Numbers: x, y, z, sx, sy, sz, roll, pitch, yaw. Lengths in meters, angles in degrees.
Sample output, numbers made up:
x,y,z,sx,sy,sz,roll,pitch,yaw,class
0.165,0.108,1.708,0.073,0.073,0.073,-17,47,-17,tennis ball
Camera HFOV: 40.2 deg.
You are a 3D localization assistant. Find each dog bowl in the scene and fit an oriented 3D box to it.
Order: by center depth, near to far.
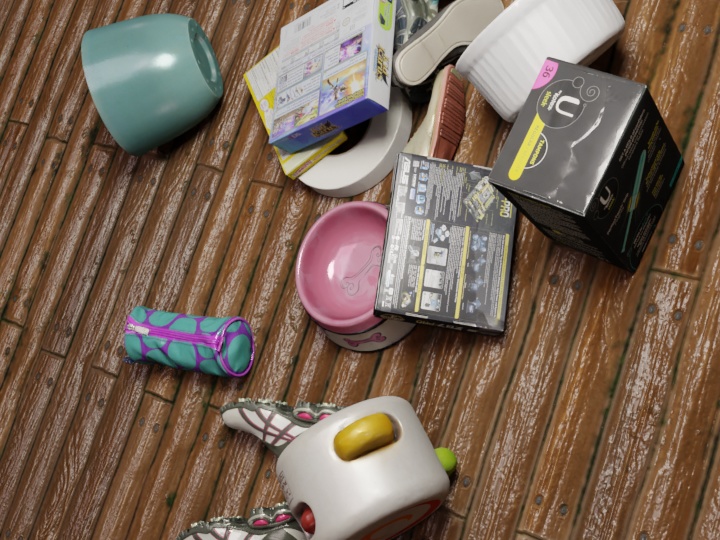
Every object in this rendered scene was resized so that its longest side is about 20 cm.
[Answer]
x,y,z,sx,sy,sz,roll,pitch,yaw,class
0.000,0.000,1.288,0.197,0.074,0.204,-11,68,28,dog bowl

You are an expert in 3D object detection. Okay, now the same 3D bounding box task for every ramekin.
x,y,z,sx,sy,sz,roll,pitch,yaw,class
0.219,-0.268,1.173,0.199,0.200,0.098,-38,88,14,ramekin

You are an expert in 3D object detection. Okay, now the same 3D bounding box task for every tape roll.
x,y,z,sx,sy,sz,roll,pitch,yaw,class
-0.020,-0.205,1.391,0.200,0.037,0.207,-11,69,29,tape roll

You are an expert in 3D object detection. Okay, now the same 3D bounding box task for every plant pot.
x,y,z,sx,sy,sz,roll,pitch,yaw,class
-0.305,-0.298,1.508,0.158,0.201,0.204,-18,64,10,plant pot

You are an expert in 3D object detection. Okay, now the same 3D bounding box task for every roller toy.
x,y,z,sx,sy,sz,roll,pitch,yaw,class
-0.001,0.235,1.133,0.181,0.199,0.141,-37,66,19,roller toy

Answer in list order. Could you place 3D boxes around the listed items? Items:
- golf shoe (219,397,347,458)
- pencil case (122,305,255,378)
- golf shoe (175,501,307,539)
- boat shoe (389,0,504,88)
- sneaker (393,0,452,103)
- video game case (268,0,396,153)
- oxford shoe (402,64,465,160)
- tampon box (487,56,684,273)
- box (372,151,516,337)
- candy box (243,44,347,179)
x,y,z,sx,sy,sz,roll,pitch,yaw,class
-0.105,0.212,1.281,0.197,0.077,0.090,0,81,32,golf shoe
-0.245,0.100,1.391,0.197,0.092,0.087,3,75,31,pencil case
-0.154,0.354,1.253,0.197,0.077,0.090,-18,73,26,golf shoe
0.107,-0.308,1.305,0.199,0.068,0.057,-39,20,-22,boat shoe
0.075,-0.329,1.366,0.086,0.076,0.204,169,101,-64,sneaker
-0.038,-0.272,1.315,0.198,0.045,0.185,-15,62,45,video game case
0.088,-0.175,1.297,0.073,0.070,0.204,4,76,35,oxford shoe
0.256,-0.113,1.095,0.125,0.199,0.152,25,86,34,tampon box
0.106,-0.033,1.204,0.158,0.049,0.204,8,76,-1,box
-0.096,-0.237,1.410,0.101,0.026,0.202,-33,59,15,candy box
